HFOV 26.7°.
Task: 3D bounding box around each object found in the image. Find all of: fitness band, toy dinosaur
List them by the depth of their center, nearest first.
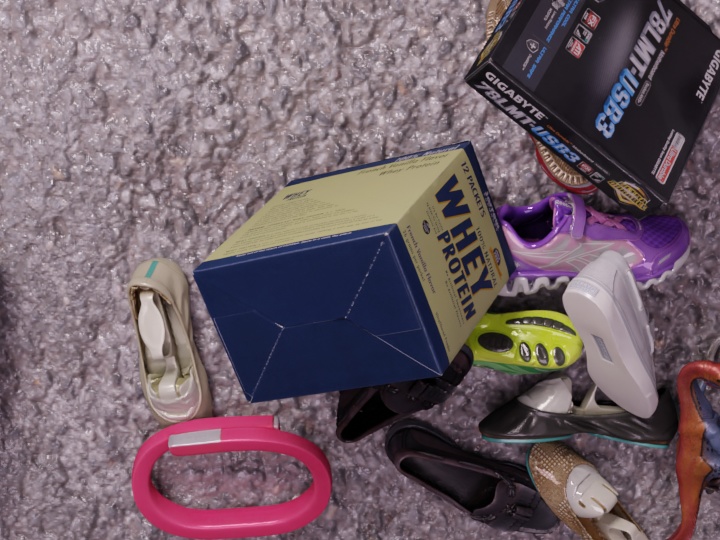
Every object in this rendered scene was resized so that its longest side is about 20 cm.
[{"bbox_3d":[0.332,0.164,1.436,0.200,0.105,0.181,-54,132,-10],"label":"toy dinosaur"},{"bbox_3d":[-0.128,0.208,1.508,0.200,0.037,0.144,-3,129,2],"label":"fitness band"}]

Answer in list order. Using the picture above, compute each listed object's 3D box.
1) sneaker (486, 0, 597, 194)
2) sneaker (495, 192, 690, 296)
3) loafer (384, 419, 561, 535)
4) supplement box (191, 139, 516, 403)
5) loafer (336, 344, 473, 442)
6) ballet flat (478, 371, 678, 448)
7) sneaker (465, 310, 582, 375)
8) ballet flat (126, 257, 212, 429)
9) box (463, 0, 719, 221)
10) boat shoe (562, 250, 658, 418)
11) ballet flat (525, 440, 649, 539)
[{"bbox_3d":[0.172,-0.160,1.384,0.071,0.112,0.200,-21,78,10],"label":"sneaker"},{"bbox_3d":[0.206,-0.032,1.403,0.200,0.081,0.089,-5,130,3],"label":"sneaker"},{"bbox_3d":[0.113,0.219,1.512,0.200,0.063,0.072,28,108,-9],"label":"loafer"},{"bbox_3d":[0.000,0.000,1.334,0.200,0.200,0.134,-10,111,30],"label":"supplement box"},{"bbox_3d":[0.038,0.115,1.410,0.072,0.063,0.200,29,151,-18],"label":"loafer"},{"bbox_3d":[0.214,0.134,1.485,0.200,0.068,0.068,2,100,-11],"label":"ballet flat"},{"bbox_3d":[0.112,0.066,1.448,0.200,0.084,0.074,13,72,15],"label":"sneaker"},{"bbox_3d":[-0.188,0.088,1.469,0.069,0.069,0.200,-9,109,4],"label":"ballet flat"},{"bbox_3d":[0.214,-0.178,1.313,0.198,0.200,0.050,37,149,-10],"label":"box"},{"bbox_3d":[0.241,0.059,1.391,0.069,0.072,0.200,-48,131,-18],"label":"boat shoe"},{"bbox_3d":[0.242,0.243,1.512,0.200,0.065,0.071,50,61,-20],"label":"ballet flat"}]
